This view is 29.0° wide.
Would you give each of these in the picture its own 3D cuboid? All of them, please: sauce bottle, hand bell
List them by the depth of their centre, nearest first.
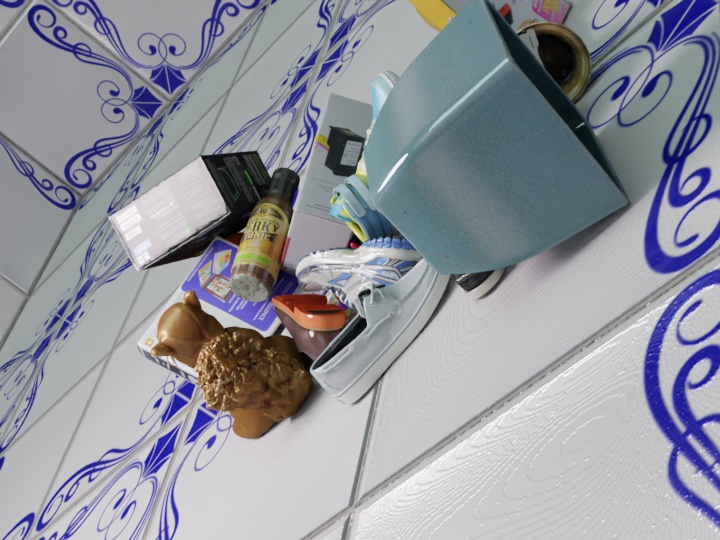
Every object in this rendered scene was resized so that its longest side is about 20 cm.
[{"bbox_3d":[0.227,-0.267,1.660,0.104,0.104,0.200,-44,8,24],"label":"hand bell"},{"bbox_3d":[-0.127,-0.054,1.909,0.065,0.064,0.201,-32,35,46],"label":"sauce bottle"}]

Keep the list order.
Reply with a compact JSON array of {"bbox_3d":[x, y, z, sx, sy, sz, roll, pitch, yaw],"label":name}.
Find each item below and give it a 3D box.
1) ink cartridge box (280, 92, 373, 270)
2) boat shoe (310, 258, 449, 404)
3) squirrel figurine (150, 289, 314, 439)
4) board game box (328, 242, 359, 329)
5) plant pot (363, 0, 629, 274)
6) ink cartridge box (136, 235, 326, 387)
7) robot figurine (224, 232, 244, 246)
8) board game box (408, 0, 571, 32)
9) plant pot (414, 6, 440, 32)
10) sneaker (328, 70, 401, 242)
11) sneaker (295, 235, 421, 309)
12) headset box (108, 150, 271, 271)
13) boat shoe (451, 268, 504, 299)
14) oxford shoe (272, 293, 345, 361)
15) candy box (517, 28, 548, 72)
[{"bbox_3d":[-0.038,-0.112,1.866,0.146,0.082,0.202,110,175,-58],"label":"ink cartridge box"},{"bbox_3d":[0.020,0.055,1.547,0.201,0.071,0.070,-51,18,3],"label":"boat shoe"},{"bbox_3d":[-0.159,0.107,1.701,0.142,0.186,0.200,-54,18,-8],"label":"squirrel figurine"},{"bbox_3d":[0.000,0.000,1.750,0.200,0.039,0.159,-43,20,29],"label":"board game box"},{"bbox_3d":[0.114,-0.113,1.377,0.199,0.196,0.197,-38,26,16],"label":"plant pot"},{"bbox_3d":[-0.172,0.072,1.899,0.199,0.044,0.199,24,66,26],"label":"ink cartridge box"},{"bbox_3d":[-0.178,0.029,2.020,0.201,0.116,0.144,-61,11,-23],"label":"robot figurine"},{"bbox_3d":[0.161,-0.341,1.745,0.040,0.200,0.154,-26,30,54],"label":"board game box"},{"bbox_3d":[0.158,-0.434,1.969,0.202,0.200,0.189,-61,6,-26],"label":"plant pot"},{"bbox_3d":[0.014,-0.124,1.636,0.129,0.202,0.079,-18,13,-15],"label":"sneaker"},{"bbox_3d":[-0.006,0.014,1.651,0.199,0.077,0.086,-13,80,48],"label":"sneaker"},{"bbox_3d":[-0.228,-0.088,1.988,0.173,0.093,0.200,-30,-4,20],"label":"headset box"},{"bbox_3d":[0.117,-0.048,1.517,0.072,0.067,0.201,-45,18,24],"label":"boat shoe"},{"bbox_3d":[-0.069,0.071,1.720,0.200,0.070,0.073,-147,55,-74],"label":"oxford shoe"},{"bbox_3d":[0.141,-0.176,1.580,0.061,0.138,0.199,-19,1,-31],"label":"candy box"}]
